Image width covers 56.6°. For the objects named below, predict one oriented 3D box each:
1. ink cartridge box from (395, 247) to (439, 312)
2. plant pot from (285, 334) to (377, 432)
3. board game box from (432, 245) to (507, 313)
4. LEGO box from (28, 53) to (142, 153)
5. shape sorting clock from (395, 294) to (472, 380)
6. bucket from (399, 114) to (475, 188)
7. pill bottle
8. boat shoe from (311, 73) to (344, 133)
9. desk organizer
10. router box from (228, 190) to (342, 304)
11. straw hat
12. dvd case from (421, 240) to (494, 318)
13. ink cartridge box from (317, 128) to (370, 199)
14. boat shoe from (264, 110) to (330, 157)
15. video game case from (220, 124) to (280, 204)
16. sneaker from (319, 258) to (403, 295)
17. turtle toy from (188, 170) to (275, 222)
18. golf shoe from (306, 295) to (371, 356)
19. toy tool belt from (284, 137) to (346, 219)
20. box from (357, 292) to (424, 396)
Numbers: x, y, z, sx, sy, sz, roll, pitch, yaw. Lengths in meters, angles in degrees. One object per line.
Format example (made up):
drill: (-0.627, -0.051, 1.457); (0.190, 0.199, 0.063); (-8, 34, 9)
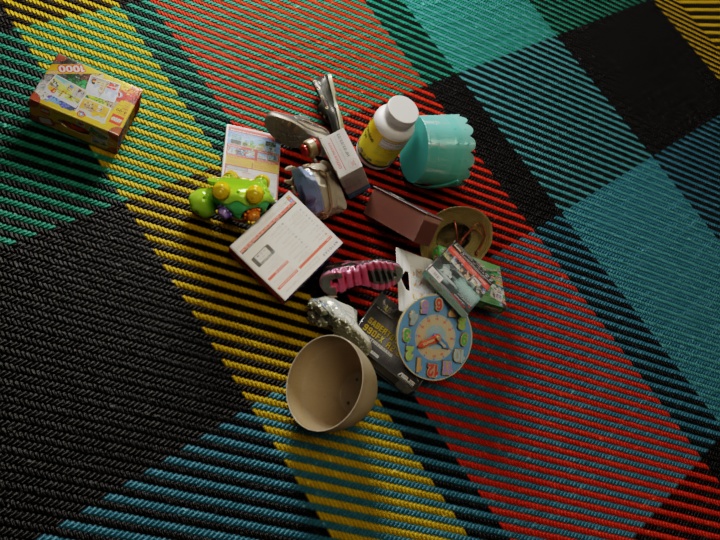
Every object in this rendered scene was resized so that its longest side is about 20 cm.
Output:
ink cartridge box: (0.155, 0.054, 1.641); (0.173, 0.044, 0.201); (18, 47, -21)
plant pot: (-0.040, 0.250, 1.426); (0.134, 0.200, 0.201); (29, 50, -49)
board game box: (0.277, 0.023, 1.695); (0.199, 0.029, 0.135); (17, 50, -23)
LEGO box: (-0.624, -0.380, 1.530); (0.199, 0.077, 0.149); (21, 59, -13)
shape sorting clock: (0.174, 0.155, 1.549); (0.199, 0.039, 0.201); (-1, 92, -22)
bucket: (0.199, -0.320, 1.788); (0.134, 0.207, 0.208); (-1, 66, -21)
pill bottle: (0.072, -0.361, 1.748); (0.112, 0.200, 0.113); (10, 62, -19)
boat shoe: (-0.084, -0.430, 1.799); (0.063, 0.074, 0.202); (-15, 78, 1)
desk organizer: (0.103, -0.138, 1.687); (0.072, 0.077, 0.200); (14, 15, -47)
router box: (-0.173, -0.053, 1.553); (0.179, 0.049, 0.200); (44, 72, 2)
straw hat: (0.237, -0.092, 1.752); (0.200, 0.202, 0.085); (9, 22, -19)
dvd case: (0.241, 0.017, 1.621); (0.146, 0.022, 0.200); (46, 36, 3)
ink cartridge box: (-0.038, -0.269, 1.654); (0.068, 0.200, 0.115); (-27, 76, 2)
boat shoe: (-0.159, -0.359, 1.726); (0.199, 0.075, 0.074); (23, 39, -30)
video game case: (-0.271, -0.264, 1.661); (0.142, 0.017, 0.201); (9, 62, -19)
sneaker: (0.000, 0.000, 1.590); (0.199, 0.079, 0.095); (-5, 26, -3)
turtle toy: (-0.296, -0.165, 1.538); (0.199, 0.102, 0.146); (6, 22, -1)
golf shoe: (-0.030, 0.114, 1.510); (0.097, 0.079, 0.200); (-23, 49, -38)
toy tool belt: (-0.126, -0.214, 1.633); (0.123, 0.125, 0.201); (-27, 98, -25)
box: (0.080, 0.174, 1.579); (0.200, 0.048, 0.159); (39, 57, -2)
